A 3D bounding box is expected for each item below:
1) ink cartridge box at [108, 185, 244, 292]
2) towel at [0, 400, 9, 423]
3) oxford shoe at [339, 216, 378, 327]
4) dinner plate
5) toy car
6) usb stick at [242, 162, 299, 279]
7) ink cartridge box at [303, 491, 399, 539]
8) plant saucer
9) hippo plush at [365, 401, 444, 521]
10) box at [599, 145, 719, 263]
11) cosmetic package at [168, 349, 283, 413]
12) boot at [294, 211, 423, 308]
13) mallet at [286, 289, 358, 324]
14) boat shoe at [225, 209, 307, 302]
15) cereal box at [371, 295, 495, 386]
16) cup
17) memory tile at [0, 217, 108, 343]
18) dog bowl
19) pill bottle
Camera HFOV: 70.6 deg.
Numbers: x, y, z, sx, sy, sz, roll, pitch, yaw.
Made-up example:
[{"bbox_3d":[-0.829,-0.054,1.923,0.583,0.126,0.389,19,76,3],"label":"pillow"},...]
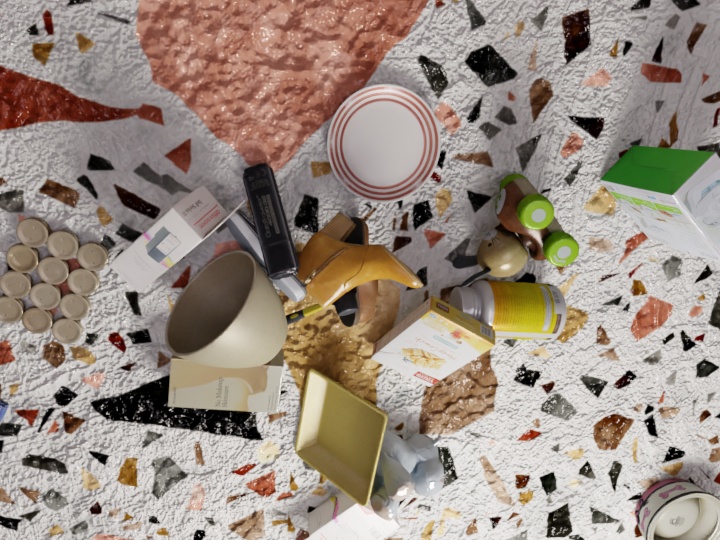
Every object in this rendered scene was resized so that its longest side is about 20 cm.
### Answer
[{"bbox_3d":[-0.289,-0.062,0.811,0.200,0.117,0.067,-34,107,21],"label":"ink cartridge box"},{"bbox_3d":[-0.763,0.257,0.916,0.200,0.024,0.145,31,101,-16],"label":"towel"},{"bbox_3d":[0.000,0.000,0.936,0.071,0.071,0.200,-9,107,-38],"label":"oxford shoe"},{"bbox_3d":[0.041,-0.219,0.886,0.200,0.024,0.201,-3,108,-8],"label":"dinner plate"},{"bbox_3d":[0.251,-0.052,0.907,0.200,0.164,0.158,-36,109,17],"label":"toy car"},{"bbox_3d":[-0.151,-0.082,0.851,0.055,0.033,0.200,-17,79,2],"label":"usb stick"},{"bbox_3d":[-0.032,0.545,1.087,0.200,0.068,0.117,-34,108,1],"label":"ink cartridge box"},{"bbox_3d":[-0.031,0.310,0.978,0.048,0.200,0.200,-9,115,-49],"label":"plant saucer"},{"bbox_3d":[0.078,0.393,1.034,0.161,0.200,0.159,11,136,-35],"label":"hippo plush"},{"bbox_3d":[0.558,-0.120,0.899,0.176,0.200,0.097,41,97,-16],"label":"box"},{"bbox_3d":[-0.247,0.199,0.947,0.200,0.071,0.105,5,106,-10],"label":"cosmetic package"},{"bbox_3d":[-0.011,0.011,0.850,0.201,0.071,0.144,38,92,14],"label":"boot"},{"bbox_3d":[-0.092,0.083,0.919,0.200,0.041,0.066,-31,70,20],"label":"mallet"},{"bbox_3d":[-0.153,-0.037,0.895,0.200,0.070,0.066,48,67,-7],"label":"boat shoe"},{"bbox_3d":[0.131,0.139,0.948,0.144,0.040,0.200,28,135,-15],"label":"cereal box"},{"bbox_3d":[-0.208,0.087,0.872,0.200,0.200,0.143,-41,129,5],"label":"cup"},{"bbox_3d":[-0.536,0.020,0.880,0.153,0.017,0.200,23,103,-14],"label":"memory tile"},{"bbox_3d":[0.750,0.586,1.209,0.200,0.074,0.200,-2,108,-7],"label":"dog bowl"},{"bbox_3d":[0.274,0.075,0.965,0.200,0.109,0.109,3,106,-9],"label":"pill bottle"}]
